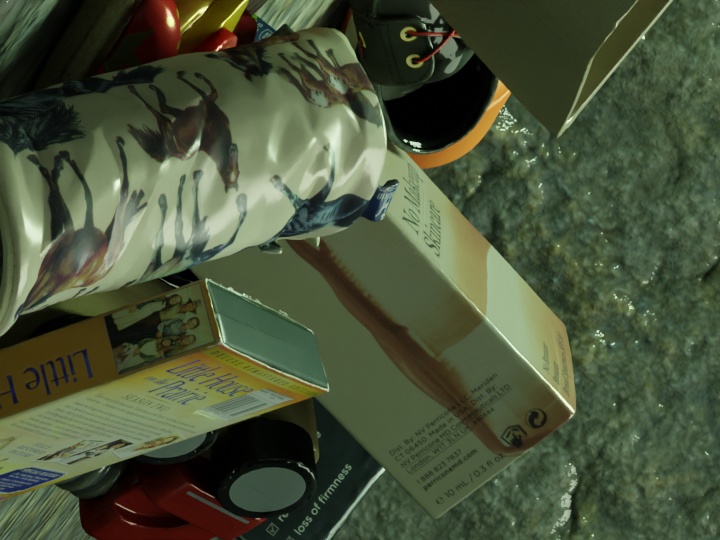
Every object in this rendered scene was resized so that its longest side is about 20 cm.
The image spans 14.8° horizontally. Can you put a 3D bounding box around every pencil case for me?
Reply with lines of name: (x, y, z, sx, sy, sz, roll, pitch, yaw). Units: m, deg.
pencil case: (-0.079, -0.030, 1.015, 0.200, 0.078, 0.090, -18, 116, -42)

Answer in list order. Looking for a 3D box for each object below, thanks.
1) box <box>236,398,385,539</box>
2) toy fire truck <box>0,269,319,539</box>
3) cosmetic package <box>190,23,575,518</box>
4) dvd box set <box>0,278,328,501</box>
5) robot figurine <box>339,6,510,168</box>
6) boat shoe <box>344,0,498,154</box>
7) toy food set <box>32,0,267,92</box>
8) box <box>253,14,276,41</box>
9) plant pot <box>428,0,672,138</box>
box: (-0.052, 0.038, 1.564, 0.200, 0.197, 0.124, -52, 178, -3)
toy fire truck: (-0.139, 0.087, 1.237, 0.200, 0.176, 0.129, -32, -134, 27)
cosmetic package: (0.000, 0.000, 1.235, 0.087, 0.200, 0.103, -39, -161, 17)
dvd box set: (-0.125, 0.057, 1.071, 0.200, 0.029, 0.146, -19, 167, 12)
robot figurine: (0.041, -0.133, 1.721, 0.200, 0.144, 0.117, 120, -26, -69)
boat shoe: (0.029, -0.113, 1.170, 0.074, 0.063, 0.201, -26, 161, -9)
toy food set: (-0.065, -0.108, 1.128, 0.200, 0.049, 0.198, -50, 176, -35)
box: (-0.091, -0.035, 1.353, 0.200, 0.070, 0.064, -50, 177, -36)
plant pot: (0.068, -0.188, 0.964, 0.200, 0.177, 0.200, -51, 176, -3)
